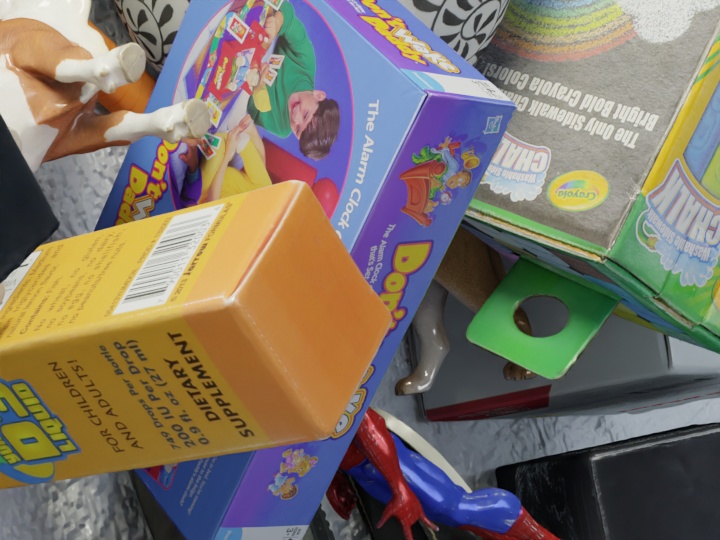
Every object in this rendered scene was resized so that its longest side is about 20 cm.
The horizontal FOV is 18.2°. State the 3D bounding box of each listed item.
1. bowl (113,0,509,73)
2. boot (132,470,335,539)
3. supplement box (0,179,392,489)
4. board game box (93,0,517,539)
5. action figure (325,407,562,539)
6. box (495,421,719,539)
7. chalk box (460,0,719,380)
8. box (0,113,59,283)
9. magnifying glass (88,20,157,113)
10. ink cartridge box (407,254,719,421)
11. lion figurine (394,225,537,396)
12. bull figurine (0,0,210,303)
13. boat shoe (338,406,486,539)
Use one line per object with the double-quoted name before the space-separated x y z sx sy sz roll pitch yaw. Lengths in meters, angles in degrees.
"bowl" -0.021 -0.108 0.965 0.200 0.200 0.095 -21 116 -56
"boot" -0.065 0.126 0.847 0.130 0.068 0.200 13 36 -47
"supplement box" -0.092 0.029 0.779 0.067 0.199 0.069 56 43 -27
"board game box" -0.037 -0.012 0.836 0.045 0.201 0.134 4 32 -42
"action figure" 0.009 0.084 0.951 0.200 0.065 0.052 41 73 -26
"box" 0.156 0.177 1.077 0.200 0.117 0.198 143 -63 -79
"chalk box" 0.118 -0.045 0.985 0.124 0.124 0.201 31 85 -46
"box" -0.212 -0.029 0.623 0.149 0.199 0.107 63 37 -17
"magnifying glass" -0.140 -0.113 0.923 0.200 0.022 0.080 43 45 -40
"ink cartridge box" 0.137 0.026 1.166 0.200 0.145 0.083 3 75 -56
"lion figurine" 0.000 0.000 1.017 0.199 0.072 0.123 -8 89 -42
"bull figurine" -0.135 -0.053 0.816 0.200 0.121 0.065 -49 129 -37
"boat shoe" 0.037 0.158 1.043 0.067 0.072 0.201 -30 99 -29
